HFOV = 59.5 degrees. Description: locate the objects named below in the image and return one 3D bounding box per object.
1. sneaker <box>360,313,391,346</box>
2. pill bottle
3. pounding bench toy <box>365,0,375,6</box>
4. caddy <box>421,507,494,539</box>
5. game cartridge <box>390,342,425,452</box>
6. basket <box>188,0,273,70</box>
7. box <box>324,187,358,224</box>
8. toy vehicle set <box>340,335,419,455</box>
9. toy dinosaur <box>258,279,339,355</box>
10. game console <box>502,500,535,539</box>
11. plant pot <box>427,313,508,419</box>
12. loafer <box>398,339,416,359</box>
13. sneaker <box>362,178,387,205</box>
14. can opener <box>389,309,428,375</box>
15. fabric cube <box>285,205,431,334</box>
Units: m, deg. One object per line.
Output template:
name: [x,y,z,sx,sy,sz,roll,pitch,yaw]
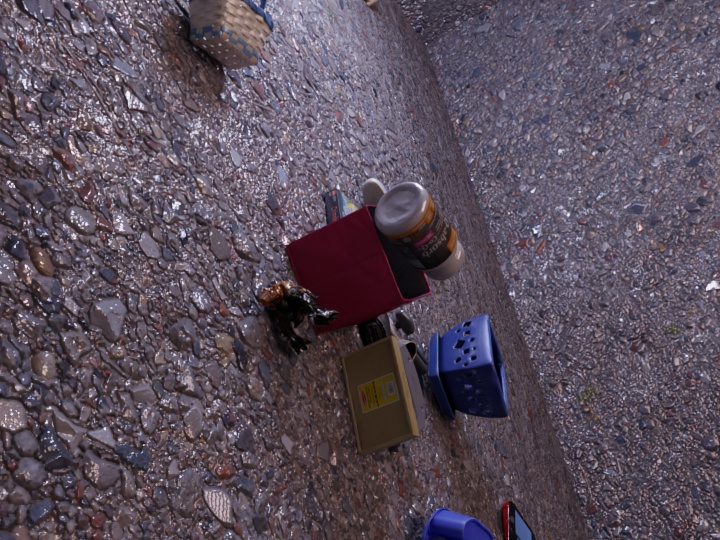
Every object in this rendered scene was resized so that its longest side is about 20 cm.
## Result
sneaker: [0.026,0.089,1.457,0.091,0.075,0.203,16,63,-70]
pill bottle: [0.121,-0.071,1.229,0.200,0.115,0.117,43,31,-42]
pounding bench toy: [0.074,-1.273,2.716,0.156,0.198,0.126,23,47,-58]
caddy: [0.195,0.581,1.302,0.200,0.104,0.142,49,50,-37]
game cartridge: [0.083,0.267,1.354,0.133,0.040,0.202,-28,107,-48]
basket: [-0.262,-0.529,1.272,0.176,0.138,0.202,28,74,-57]
box: [-0.027,-0.083,1.530,0.136,0.037,0.202,39,35,-49]
toy vehicle set: [0.035,0.243,1.235,0.026,0.123,0.202,31,41,-54]
toy dinosaur: [-0.127,0.068,1.118,0.136,0.102,0.199,48,32,19]
game console: [0.459,0.782,1.796,0.201,0.031,0.178,55,24,-25]
plant pot: [0.282,0.266,1.676,0.201,0.178,0.201,-80,151,-54]
loafer: [0.081,0.212,1.441,0.077,0.067,0.200,59,25,-16]
sneaker: [0.067,-0.202,1.805,0.201,0.076,0.112,56,30,-34]
can opener: [0.125,0.186,1.586,0.201,0.066,0.053,58,24,-33]
fabric cube: [0.000,0.000,1.299,0.196,0.198,0.202,-5,72,-68]
